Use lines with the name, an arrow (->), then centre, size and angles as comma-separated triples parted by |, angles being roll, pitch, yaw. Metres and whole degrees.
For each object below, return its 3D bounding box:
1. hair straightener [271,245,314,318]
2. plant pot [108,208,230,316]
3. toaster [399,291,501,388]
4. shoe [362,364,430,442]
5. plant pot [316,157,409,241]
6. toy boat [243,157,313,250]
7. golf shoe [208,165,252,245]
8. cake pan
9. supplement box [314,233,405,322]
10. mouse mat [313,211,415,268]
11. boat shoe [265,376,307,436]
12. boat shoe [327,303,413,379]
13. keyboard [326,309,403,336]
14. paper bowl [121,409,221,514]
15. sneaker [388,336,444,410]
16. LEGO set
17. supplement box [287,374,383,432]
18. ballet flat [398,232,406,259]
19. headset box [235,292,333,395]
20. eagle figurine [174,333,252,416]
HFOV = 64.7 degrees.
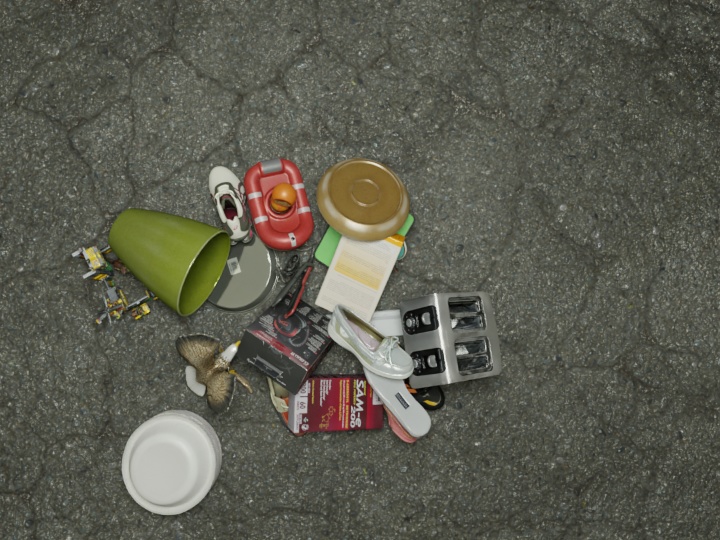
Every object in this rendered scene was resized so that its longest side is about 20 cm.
hair straightener -> -0.142, 0.006, 1.195 | 0.077, 0.041, 0.202 | 40, 43, -17
plant pot -> -0.395, -0.038, 1.141 | 0.197, 0.187, 0.190 | 27, 86, 5
toaster -> 0.190, 0.143, 1.178 | 0.197, 0.118, 0.185 | 0, 78, -36
shoe -> 0.064, 0.262, 1.173 | 0.071, 0.091, 0.201 | -29, 72, -25
plant pot -> 0.009, -0.153, 1.156 | 0.195, 0.028, 0.204 | 5, 62, -9
toy boat -> -0.167, -0.146, 1.203 | 0.128, 0.131, 0.204 | -15, 87, -18
golf shoe -> -0.280, -0.155, 1.216 | 0.076, 0.089, 0.203 | -20, 66, -9
cake pan -> -0.277, -0.006, 1.247 | 0.195, 0.037, 0.205 | 0, 86, -2
supplement box -> 0.000, 0.000, 1.198 | 0.124, 0.074, 0.203 | 25, 105, 2
mouse mat -> 0.006, -0.071, 1.220 | 0.159, 0.008, 0.202 | 31, 108, 0
boat shoe -> -0.159, 0.263, 1.220 | 0.070, 0.063, 0.204 | -19, 88, -5
boat shoe -> 0.022, 0.143, 1.138 | 0.200, 0.066, 0.074 | 34, 42, 19
keyboard -> 0.021, 0.121, 1.261 | 0.195, 0.011, 0.058 | -4, 91, -1
paper bowl -> -0.396, 0.402, 1.186 | 0.196, 0.104, 0.206 | 0, 86, -3
sneaker -> 0.105, 0.226, 1.215 | 0.070, 0.090, 0.200 | -44, 88, -4
LEGO set -> -0.508, 0.004, 1.199 | 0.151, 0.116, 0.204 | -20, 87, -3
supplement box -> -0.050, 0.277, 1.195 | 0.196, 0.061, 0.112 | 3, 86, -21
ballet flat -> 0.023, -0.102, 1.247 | 0.198, 0.069, 0.070 | 37, 86, -2
headset box -> -0.146, 0.146, 1.150 | 0.147, 0.200, 0.076 | 31, 120, 6
eagle figurine -> -0.297, 0.198, 1.149 | 0.148, 0.200, 0.154 | 12, 89, 2
